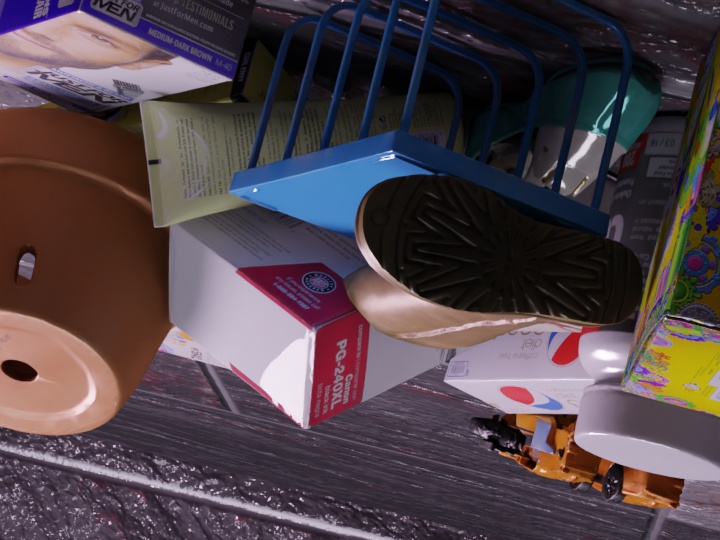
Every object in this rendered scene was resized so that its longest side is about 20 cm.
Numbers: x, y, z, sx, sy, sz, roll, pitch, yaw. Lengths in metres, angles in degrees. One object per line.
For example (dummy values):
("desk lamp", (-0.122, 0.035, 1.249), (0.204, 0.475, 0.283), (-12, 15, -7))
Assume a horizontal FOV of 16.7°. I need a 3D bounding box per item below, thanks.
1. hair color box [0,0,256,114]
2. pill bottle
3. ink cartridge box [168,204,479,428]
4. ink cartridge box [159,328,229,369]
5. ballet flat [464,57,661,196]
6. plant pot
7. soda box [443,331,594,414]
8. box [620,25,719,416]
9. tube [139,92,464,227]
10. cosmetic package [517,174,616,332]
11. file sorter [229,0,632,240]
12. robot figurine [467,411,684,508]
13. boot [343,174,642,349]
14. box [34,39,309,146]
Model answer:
("hair color box", (-0.162, -0.150, 1.485), (0.109, 0.065, 0.200), (23, 164, -30))
("pill bottle", (0.196, 0.018, 1.485), (0.114, 0.201, 0.114), (14, 167, 3))
("ink cartridge box", (0.000, 0.000, 1.553), (0.200, 0.084, 0.145), (-23, -138, -34))
("ink cartridge box", (-0.142, -0.004, 1.945), (0.199, 0.126, 0.129), (15, 167, 0))
("ballet flat", (0.119, -0.074, 1.472), (0.067, 0.071, 0.200), (19, 166, -19))
("plant pot", (-0.203, 0.013, 1.585), (0.199, 0.140, 0.200), (9, 143, 7))
("soda box", (0.151, 0.062, 1.738), (0.068, 0.064, 0.200), (28, 162, -32))
("box", (0.222, -0.032, 1.261), (0.122, 0.193, 0.200), (14, 168, 3))
("tube", (-0.036, -0.077, 1.514), (0.199, 0.058, 0.052), (-8, 139, -18))
("cosmetic package", (0.093, -0.016, 1.688), (0.087, 0.104, 0.200), (22, 167, -38))
("file sorter", (0.041, -0.088, 1.384), (0.138, 0.123, 0.200), (20, 167, -26))
("robot figurine", (0.166, 0.134, 1.854), (0.145, 0.058, 0.200), (19, 180, -17))
("boot", (0.039, 0.005, 1.361), (0.175, 0.066, 0.200), (20, 168, -22))
("box", (-0.132, -0.087, 1.592), (0.200, 0.050, 0.075), (-14, 136, 31))
